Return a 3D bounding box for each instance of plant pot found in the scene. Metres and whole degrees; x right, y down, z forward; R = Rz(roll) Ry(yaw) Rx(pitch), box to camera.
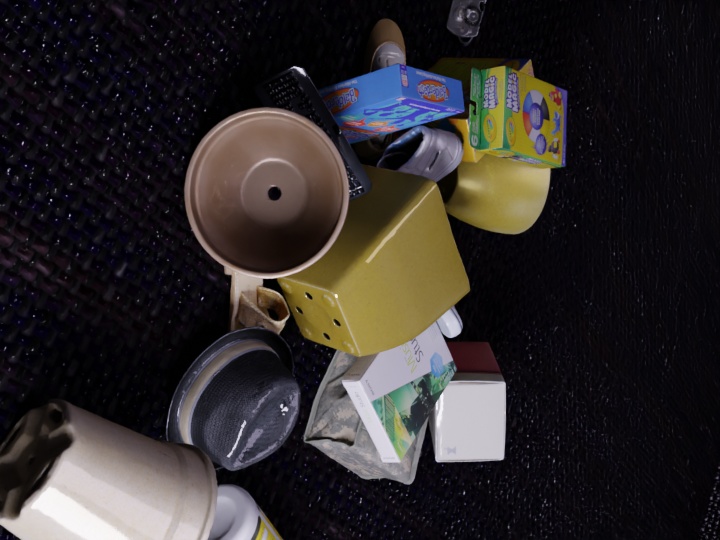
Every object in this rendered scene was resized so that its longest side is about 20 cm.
[{"bbox_3d":[0.182,-0.156,1.684,0.139,0.199,0.205,-4,101,-28],"label":"plant pot"},{"bbox_3d":[-0.283,0.235,1.131,0.183,0.198,0.203,42,64,-36],"label":"plant pot"},{"bbox_3d":[0.000,0.000,1.454,0.200,0.192,0.198,-47,132,-29],"label":"plant pot"},{"bbox_3d":[-0.111,-0.095,1.314,0.093,0.196,0.205,-74,170,-85],"label":"plant pot"}]

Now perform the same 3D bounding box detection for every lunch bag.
[{"bbox_3d":[0.024,0.190,1.583,0.164,0.116,0.203,41,57,-45],"label":"lunch bag"}]

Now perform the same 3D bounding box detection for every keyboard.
[{"bbox_3d":[-0.072,-0.156,1.363,0.201,0.103,0.040,57,28,-29],"label":"keyboard"}]

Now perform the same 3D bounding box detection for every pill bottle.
[{"bbox_3d":[-0.148,0.378,1.387,0.113,0.111,0.202,-55,136,-30],"label":"pill bottle"}]

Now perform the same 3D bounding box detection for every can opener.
[{"bbox_3d":[0.184,-0.463,1.724,0.067,0.052,0.204,77,28,-80],"label":"can opener"}]

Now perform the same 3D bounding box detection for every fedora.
[{"bbox_3d":[-0.142,0.175,1.330,0.198,0.091,0.204,-22,124,-35],"label":"fedora"}]

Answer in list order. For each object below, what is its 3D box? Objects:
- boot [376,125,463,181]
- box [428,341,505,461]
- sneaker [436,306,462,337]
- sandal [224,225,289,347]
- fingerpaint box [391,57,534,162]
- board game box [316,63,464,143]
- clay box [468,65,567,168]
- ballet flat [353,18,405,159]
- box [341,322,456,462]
[{"bbox_3d":[0.048,-0.133,1.513,0.095,0.200,0.074,12,44,-45],"label":"boot"},{"bbox_3d":[0.164,0.203,1.698,0.200,0.107,0.131,-94,-177,-76],"label":"box"},{"bbox_3d":[0.114,0.015,1.597,0.070,0.201,0.074,-26,136,-4],"label":"sneaker"},{"bbox_3d":[-0.126,0.049,1.382,0.077,0.069,0.216,-28,119,-47],"label":"sandal"},{"bbox_3d":[0.147,-0.243,1.610,0.200,0.164,0.074,-45,130,-39],"label":"fingerpaint box"},{"bbox_3d":[0.014,-0.214,1.405,0.151,0.197,0.046,0,82,-52],"label":"board game box"},{"bbox_3d":[0.227,-0.219,1.538,0.198,0.047,0.118,6,85,-50],"label":"clay box"},{"bbox_3d":[0.036,-0.258,1.530,0.067,0.063,0.204,7,93,-22],"label":"ballet flat"},{"bbox_3d":[0.059,0.147,1.507,0.201,0.036,0.146,-51,124,-41],"label":"box"}]
